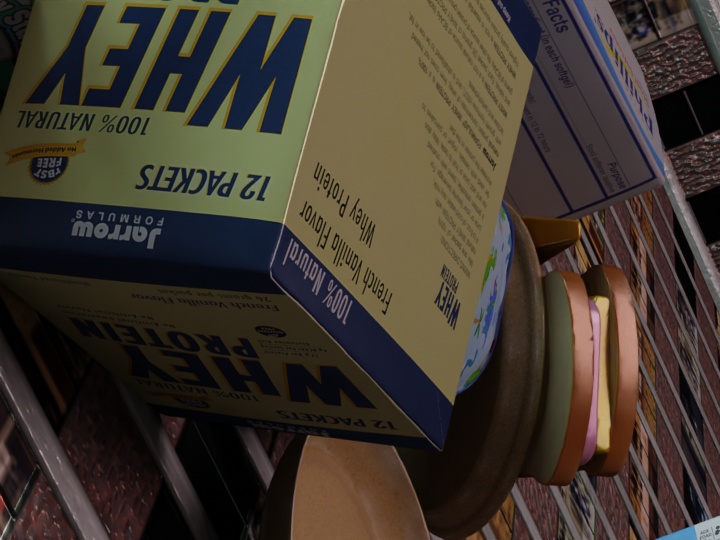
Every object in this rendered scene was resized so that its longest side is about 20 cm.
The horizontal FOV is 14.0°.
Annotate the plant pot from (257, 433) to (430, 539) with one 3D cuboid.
[{"bbox_3d":[-0.004,0.159,1.304,0.200,0.027,0.200,-10,90,-72],"label":"plant pot"}]

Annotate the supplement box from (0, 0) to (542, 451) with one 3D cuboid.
[{"bbox_3d":[-0.036,-0.057,1.188,0.200,0.134,0.200,47,53,-59],"label":"supplement box"}]

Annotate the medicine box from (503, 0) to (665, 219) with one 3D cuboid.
[{"bbox_3d":[0.041,-0.104,1.615,0.103,0.200,0.182,-98,161,-49],"label":"medicine box"}]

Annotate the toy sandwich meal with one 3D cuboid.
[{"bbox_3d":[0.075,0.051,1.563,0.205,0.070,0.205,-173,-90,-67],"label":"toy sandwich meal"}]

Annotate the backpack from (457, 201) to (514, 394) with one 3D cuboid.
[{"bbox_3d":[0.000,0.000,1.426,0.200,0.154,0.163,104,-9,-86],"label":"backpack"}]

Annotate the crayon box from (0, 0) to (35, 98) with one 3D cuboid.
[{"bbox_3d":[-0.165,-0.172,1.191,0.200,0.058,0.173,42,30,-62],"label":"crayon box"}]

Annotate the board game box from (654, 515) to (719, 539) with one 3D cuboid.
[{"bbox_3d":[0.135,0.231,1.448,0.056,0.200,0.196,-96,161,-51],"label":"board game box"}]
